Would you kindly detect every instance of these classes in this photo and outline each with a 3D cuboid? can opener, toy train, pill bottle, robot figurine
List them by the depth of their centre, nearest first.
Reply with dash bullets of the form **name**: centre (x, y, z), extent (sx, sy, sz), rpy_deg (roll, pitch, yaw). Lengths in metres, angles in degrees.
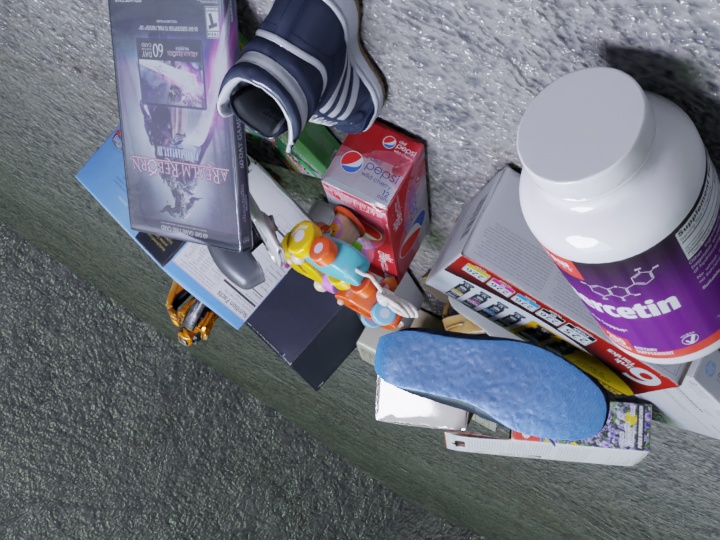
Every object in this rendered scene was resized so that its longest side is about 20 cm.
- **pill bottle**: centre (0.167, -0.032, 0.714), extent (0.111, 0.114, 0.200), rpy_deg (18, 162, 40)
- **can opener**: centre (-0.126, -0.081, 0.967), extent (0.202, 0.066, 0.053), rpy_deg (58, 168, 4)
- **toy train**: centre (0.000, 0.000, 1.015), extent (0.149, 0.056, 0.200), rpy_deg (30, 170, -2)
- **robot figurine**: centre (-0.152, -0.011, 1.278), extent (0.058, 0.202, 0.145), rpy_deg (29, 166, 2)

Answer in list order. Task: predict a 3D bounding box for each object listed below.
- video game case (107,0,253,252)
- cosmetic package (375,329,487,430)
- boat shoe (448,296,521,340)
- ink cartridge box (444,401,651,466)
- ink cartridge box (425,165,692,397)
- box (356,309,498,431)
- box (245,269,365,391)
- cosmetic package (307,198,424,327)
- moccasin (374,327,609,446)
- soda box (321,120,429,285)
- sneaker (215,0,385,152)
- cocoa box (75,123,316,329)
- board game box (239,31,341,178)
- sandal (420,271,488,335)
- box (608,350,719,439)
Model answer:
- **video game case**: centre (-0.145, -0.123, 0.933), extent (0.141, 0.204, 0.019), rpy_deg (11, -160, 41)
- **cosmetic package**: centre (0.084, 0.116, 1.298), extent (0.103, 0.072, 0.200), rpy_deg (5, -173, 12)
- **boat shoe**: centre (0.159, 0.057, 1.103), extent (0.063, 0.071, 0.200), rpy_deg (29, -167, -38)
- **ink cartridge box**: centre (0.184, 0.157, 1.172), extent (0.196, 0.051, 0.109), rpy_deg (5, 164, 6)
- **ink cartridge box**: centre (0.163, 0.019, 0.967), extent (0.198, 0.085, 0.176), rpy_deg (30, 167, -2)
- **box**: centre (0.100, 0.114, 1.454), extent (0.198, 0.078, 0.095), rpy_deg (28, 167, 11)
- **box**: centre (-0.097, 0.036, 1.433), extent (0.182, 0.104, 0.200), rpy_deg (43, 174, 14)
- **cosmetic package**: centre (0.005, -0.003, 1.296), extent (0.082, 0.051, 0.200), rpy_deg (26, 166, 27)
- **moccasin**: centre (0.111, 0.082, 0.957), extent (0.197, 0.082, 0.068), rpy_deg (19, -176, 21)
- **soda box**: centre (0.018, -0.057, 1.030), extent (0.063, 0.071, 0.200), rpy_deg (27, 167, 12)
- **sneaker**: centre (-0.041, -0.123, 0.836), extent (0.069, 0.109, 0.200), rpy_deg (26, 166, 16)
- **cocoa box**: centre (-0.161, -0.065, 1.151), extent (0.200, 0.132, 0.133), rpy_deg (39, 177, 42)
- **board game box**: centre (-0.106, -0.154, 1.040), extent (0.133, 0.029, 0.200), rpy_deg (18, 162, 40)
- **sandal**: centre (0.124, 0.066, 1.221), extent (0.200, 0.054, 0.080), rpy_deg (42, 177, 35)
- **box**: centre (0.281, 0.103, 1.112), extent (0.155, 0.042, 0.199), rpy_deg (39, 166, -33)
